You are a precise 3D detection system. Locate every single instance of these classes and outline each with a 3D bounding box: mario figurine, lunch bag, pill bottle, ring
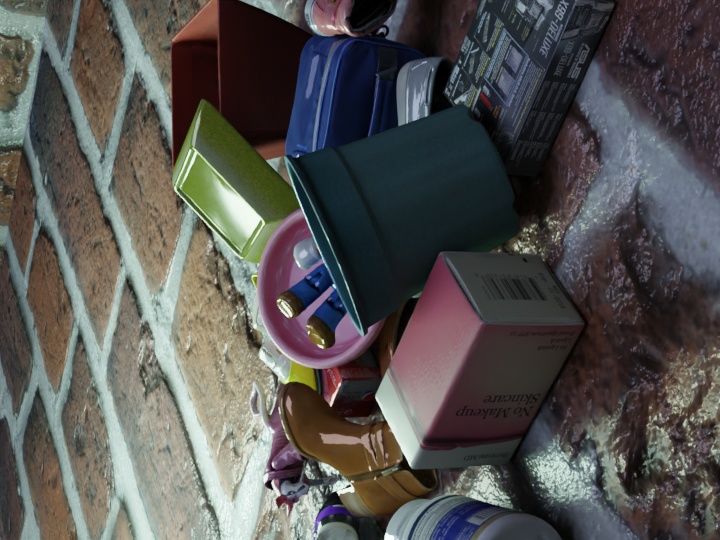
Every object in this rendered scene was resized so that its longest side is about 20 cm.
[{"bbox_3d":[0.000,0.000,1.445,0.124,0.200,0.106,54,162,-24],"label":"mario figurine"},{"bbox_3d":[0.003,-0.194,1.505,0.132,0.134,0.203,29,112,59],"label":"lunch bag"},{"bbox_3d":[0.109,0.293,1.277,0.199,0.118,0.122,-2,86,63],"label":"pill bottle"},{"bbox_3d":[0.076,0.090,1.467,0.200,0.019,0.204,-12,77,61],"label":"ring"}]

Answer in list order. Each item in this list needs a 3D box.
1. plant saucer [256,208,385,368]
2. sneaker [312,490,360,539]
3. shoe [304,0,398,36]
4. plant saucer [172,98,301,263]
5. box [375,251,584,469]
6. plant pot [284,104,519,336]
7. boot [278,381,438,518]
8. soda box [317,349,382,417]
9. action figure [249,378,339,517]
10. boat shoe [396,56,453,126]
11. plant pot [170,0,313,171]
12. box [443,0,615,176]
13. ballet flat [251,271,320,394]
[{"bbox_3d":[-0.039,0.019,1.557,0.198,0.051,0.204,-2,86,35],"label":"plant saucer"},{"bbox_3d":[-0.032,0.363,1.614,0.100,0.068,0.202,-88,8,-52],"label":"sneaker"},{"bbox_3d":[0.027,-0.345,1.464,0.200,0.072,0.091,-47,35,-16],"label":"shoe"},{"bbox_3d":[-0.174,-0.101,1.659,0.200,0.048,0.200,46,153,2],"label":"plant saucer"},{"bbox_3d":[0.117,0.092,1.269,0.110,0.126,0.202,61,140,43],"label":"box"},{"bbox_3d":[0.048,-0.064,1.295,0.200,0.194,0.203,156,90,-86],"label":"plant pot"},{"bbox_3d":[0.000,0.198,1.493,0.201,0.074,0.154,53,140,-5],"label":"boot"},{"bbox_3d":[-0.038,0.098,1.641,0.201,0.063,0.071,63,141,44],"label":"soda box"},{"bbox_3d":[-0.094,0.224,1.641,0.135,0.146,0.202,96,-174,-47],"label":"action figure"},{"bbox_3d":[0.085,-0.141,1.409,0.071,0.069,0.204,-8,87,50],"label":"boat shoe"},{"bbox_3d":[-0.153,-0.252,1.770,0.199,0.174,0.203,-20,71,61],"label":"plant pot"},{"bbox_3d":[0.166,-0.225,1.282,0.158,0.049,0.202,60,139,46],"label":"box"},{"bbox_3d":[-0.103,0.085,1.627,0.067,0.066,0.203,128,136,-52],"label":"ballet flat"}]
